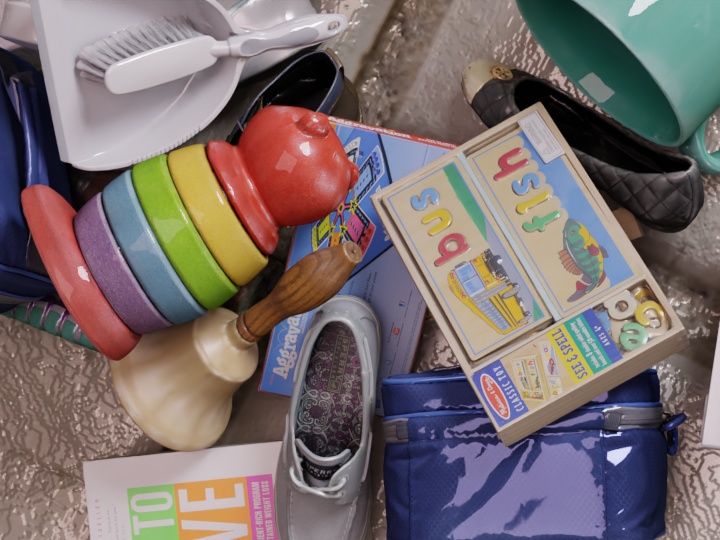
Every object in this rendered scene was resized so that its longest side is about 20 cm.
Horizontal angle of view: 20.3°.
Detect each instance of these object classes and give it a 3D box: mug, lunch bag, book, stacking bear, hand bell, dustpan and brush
[{"bbox_3d":[0.198,-0.166,1.320,0.114,0.185,0.152,-46,56,-7],"label":"mug"},{"bbox_3d":[-0.273,-0.069,1.390,0.132,0.136,0.201,-17,73,20],"label":"lunch bag"},{"bbox_3d":[-0.090,0.191,1.425,0.198,0.048,0.135,-7,86,12],"label":"book"},{"bbox_3d":[-0.099,-0.036,1.294,0.199,0.122,0.114,-30,43,5],"label":"stacking bear"},{"bbox_3d":[0.114,0.114,1.313,0.198,0.136,0.133,-6,85,13],"label":"lunch bag"},{"bbox_3d":[-0.067,0.033,1.333,0.200,0.104,0.105,-34,77,37],"label":"hand bell"},{"bbox_3d":[-0.107,-0.146,1.330,0.199,0.057,0.140,-19,122,-20],"label":"dustpan and brush"}]

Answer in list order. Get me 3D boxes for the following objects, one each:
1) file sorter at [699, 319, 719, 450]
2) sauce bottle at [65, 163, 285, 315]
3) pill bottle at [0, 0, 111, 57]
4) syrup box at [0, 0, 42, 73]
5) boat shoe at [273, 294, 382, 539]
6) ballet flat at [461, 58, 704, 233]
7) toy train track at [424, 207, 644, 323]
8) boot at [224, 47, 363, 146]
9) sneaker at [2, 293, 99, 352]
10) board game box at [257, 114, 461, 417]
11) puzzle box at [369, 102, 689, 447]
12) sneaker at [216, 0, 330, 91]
[{"bbox_3d":[0.285,0.049,1.246,0.124,0.200,0.140,9,89,12],"label":"file sorter"},{"bbox_3d":[-0.150,-0.029,1.443,0.199,0.065,0.065,29,94,16],"label":"sauce bottle"},{"bbox_3d":[-0.180,-0.244,1.359,0.110,0.111,0.201,16,91,16],"label":"pill bottle"},{"bbox_3d":[-0.192,-0.213,1.459,0.199,0.079,0.082,-20,81,13],"label":"syrup box"},{"bbox_3d":[-0.026,0.118,1.350,0.070,0.072,0.202,8,99,9],"label":"boat shoe"},{"bbox_3d":[0.151,-0.095,1.349,0.199,0.066,0.057,34,139,26],"label":"ballet flat"},{"bbox_3d":[0.102,0.001,1.389,0.199,0.033,0.115,-22,88,19],"label":"toy train track"},{"bbox_3d":[-0.084,-0.077,1.375,0.200,0.097,0.075,-39,69,-15],"label":"boot"},{"bbox_3d":[-0.206,0.006,1.454,0.199,0.074,0.088,19,87,17],"label":"sneaker"},{"bbox_3d":[0.000,0.000,1.371,0.102,0.019,0.201,12,110,-6],"label":"board game box"},{"bbox_3d":[0.103,-0.001,1.272,0.132,0.025,0.201,-30,57,1],"label":"puzzle box"},{"bbox_3d":[-0.123,-0.149,1.435,0.200,0.070,0.081,-31,91,3],"label":"sneaker"}]
